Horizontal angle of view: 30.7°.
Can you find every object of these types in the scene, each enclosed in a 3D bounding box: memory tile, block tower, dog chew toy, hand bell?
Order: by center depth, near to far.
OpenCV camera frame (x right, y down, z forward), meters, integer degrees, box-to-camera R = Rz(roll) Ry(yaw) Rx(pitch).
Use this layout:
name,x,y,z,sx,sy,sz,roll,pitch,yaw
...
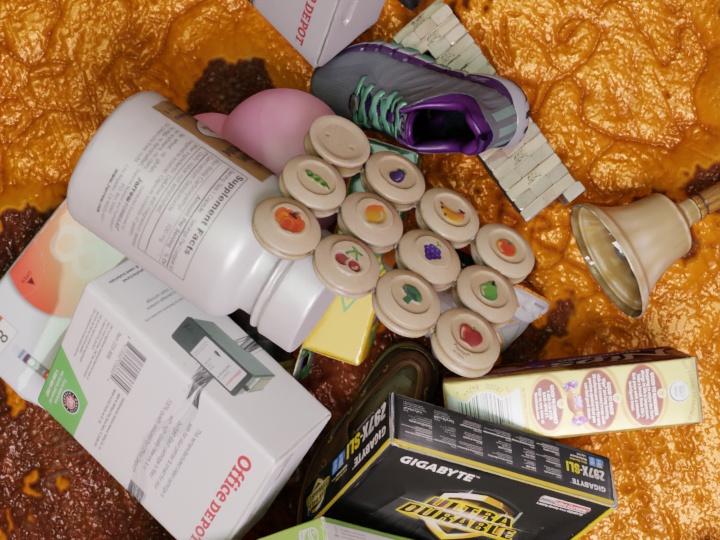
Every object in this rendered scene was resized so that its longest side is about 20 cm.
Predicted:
name,x,y,z,sx,sy,sz,roll,pitch,yaw
memory tile,0.028,-0.023,0.940,0.198,0.154,0.017,32,135,-1
hand bell,0.283,-0.056,1.074,0.198,0.104,0.105,-30,88,-7
dog chew toy,-0.109,-0.078,1.080,0.197,0.124,0.127,-9,90,12
block tower,0.105,-0.129,1.093,0.058,0.054,0.201,-38,87,4

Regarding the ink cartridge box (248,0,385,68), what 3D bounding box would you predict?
name,x,y,z,sx,sy,sz,roll,pitch,yaw
ink cartridge box,-0.062,-0.284,1.041,0.084,0.145,0.200,-40,81,-26

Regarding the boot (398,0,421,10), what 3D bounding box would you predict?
name,x,y,z,sx,sy,sz,roll,pitch,yaw
boot,0.042,-0.332,1.091,0.130,0.070,0.202,-27,93,-1

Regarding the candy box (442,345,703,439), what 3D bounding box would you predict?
name,x,y,z,sx,sy,sz,roll,pitch,yaw
candy box,0.166,0.101,1.059,0.197,0.117,0.057,-8,90,5

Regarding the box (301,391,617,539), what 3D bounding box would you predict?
name,x,y,z,sx,sy,sz,roll,pitch,yaw
box,0.073,0.179,1.022,0.197,0.160,0.050,19,48,-20

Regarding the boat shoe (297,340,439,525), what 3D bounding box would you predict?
name,x,y,z,sx,sy,sz,roll,pitch,yaw
boat shoe,0.001,0.152,1.095,0.071,0.068,0.202,28,93,3

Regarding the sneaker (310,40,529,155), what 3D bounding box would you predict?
name,x,y,z,sx,sy,sz,roll,pitch,yaw
sneaker,0.031,-0.134,1.037,0.198,0.087,0.076,13,116,30

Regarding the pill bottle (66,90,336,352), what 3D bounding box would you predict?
name,x,y,z,sx,sy,sz,roll,pitch,yaw
pill bottle,-0.107,-0.033,0.969,0.199,0.114,0.115,34,93,7

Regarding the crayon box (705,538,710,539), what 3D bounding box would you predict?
name,x,y,z,sx,sy,sz,roll,pitch,yaw
crayon box,0.266,0.354,1.082,0.199,0.058,0.173,-38,88,4

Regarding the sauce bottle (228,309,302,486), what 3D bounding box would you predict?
name,x,y,z,sx,sy,sz,roll,pitch,yaw
sauce bottle,-0.087,0.080,1.099,0.065,0.066,0.204,-6,92,4

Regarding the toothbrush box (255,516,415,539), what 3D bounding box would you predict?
name,x,y,z,sx,sy,sz,roll,pitch,yaw
toothbrush box,-0.054,0.264,1.000,0.198,0.145,0.087,-27,57,31

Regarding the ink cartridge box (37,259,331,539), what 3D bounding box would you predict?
name,x,y,z,sx,sy,sz,roll,pitch,yaw
ink cartridge box,-0.140,0.108,1.022,0.200,0.084,0.147,42,128,11

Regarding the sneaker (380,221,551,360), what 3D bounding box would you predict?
name,x,y,z,sx,sy,sz,roll,pitch,yaw
sneaker,0.074,0.030,1.038,0.093,0.199,0.076,-55,50,10

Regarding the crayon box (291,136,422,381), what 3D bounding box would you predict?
name,x,y,z,sx,sy,sz,roll,pitch,yaw
crayon box,0.000,0.000,1.066,0.051,0.126,0.203,17,92,4

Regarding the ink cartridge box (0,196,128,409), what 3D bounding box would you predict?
name,x,y,z,sx,sy,sz,roll,pitch,yaw
ink cartridge box,-0.220,0.060,1.121,0.199,0.050,0.163,40,94,6
